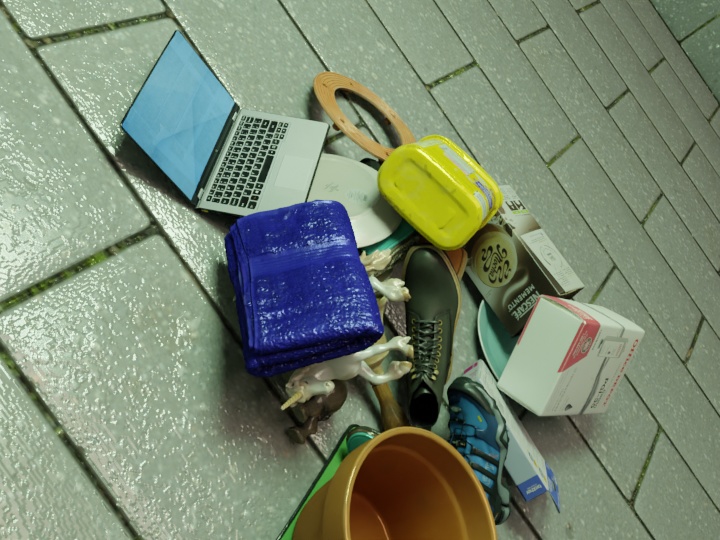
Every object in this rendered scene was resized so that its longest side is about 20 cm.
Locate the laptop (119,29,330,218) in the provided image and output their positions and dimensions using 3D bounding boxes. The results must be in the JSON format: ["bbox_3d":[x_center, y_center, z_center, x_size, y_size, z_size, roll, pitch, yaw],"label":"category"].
[{"bbox_3d":[-0.149,-0.172,0.874,0.197,0.117,0.189,10,52,4],"label":"laptop"}]

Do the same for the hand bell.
[{"bbox_3d":[0.023,0.140,0.888,0.104,0.103,0.202,-29,98,-48],"label":"hand bell"}]

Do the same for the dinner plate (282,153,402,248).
[{"bbox_3d":[-0.040,-0.099,0.928,0.197,0.024,0.201,7,42,-6],"label":"dinner plate"}]

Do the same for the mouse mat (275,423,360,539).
[{"bbox_3d":[0.001,0.291,0.816,0.161,0.008,0.200,49,42,-9],"label":"mouse mat"}]

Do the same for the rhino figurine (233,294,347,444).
[{"bbox_3d":[-0.084,0.086,0.823,0.087,0.060,0.201,-29,88,-42],"label":"rhino figurine"}]

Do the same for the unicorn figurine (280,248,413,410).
[{"bbox_3d":[-0.012,0.074,0.787,0.135,0.074,0.202,-1,52,-1],"label":"unicorn figurine"}]

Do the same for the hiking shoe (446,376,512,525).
[{"bbox_3d":[0.135,0.233,0.893,0.086,0.074,0.203,-19,100,-40],"label":"hiking shoe"}]

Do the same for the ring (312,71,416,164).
[{"bbox_3d":[0.009,-0.224,1.095,0.199,0.019,0.202,31,32,-22],"label":"ring"}]

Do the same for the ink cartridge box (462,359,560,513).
[{"bbox_3d":[0.201,0.225,0.983,0.201,0.042,0.119,56,12,2],"label":"ink cartridge box"}]

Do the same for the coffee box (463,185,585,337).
[{"bbox_3d":[0.228,-0.016,1.107,0.079,0.113,0.201,-10,60,-45],"label":"coffee box"}]

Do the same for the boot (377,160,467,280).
[{"bbox_3d":[0.077,-0.063,1.050,0.154,0.076,0.202,31,46,-27],"label":"boot"}]

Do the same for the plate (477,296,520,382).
[{"bbox_3d":[0.246,0.122,1.134,0.199,0.026,0.202,22,52,-31],"label":"plate"}]

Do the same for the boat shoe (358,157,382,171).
[{"bbox_3d":[-0.017,-0.090,0.983,0.063,0.073,0.203,45,47,-24],"label":"boat shoe"}]

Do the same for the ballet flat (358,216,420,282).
[{"bbox_3d":[0.000,0.000,0.902,0.199,0.076,0.068,-28,45,-36],"label":"ballet flat"}]

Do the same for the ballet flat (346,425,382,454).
[{"bbox_3d":[0.062,0.249,0.847,0.200,0.068,0.068,47,26,-1],"label":"ballet flat"}]

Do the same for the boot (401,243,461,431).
[{"bbox_3d":[0.084,0.081,0.884,0.139,0.076,0.202,-65,148,-65],"label":"boot"}]

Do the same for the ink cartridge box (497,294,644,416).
[{"bbox_3d":[0.305,0.124,1.040,0.199,0.148,0.083,10,17,-46],"label":"ink cartridge box"}]

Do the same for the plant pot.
[{"bbox_3d":[0.022,0.276,0.737,0.199,0.140,0.202,23,51,-32],"label":"plant pot"}]

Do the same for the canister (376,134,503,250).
[{"bbox_3d":[0.106,-0.106,0.952,0.148,0.087,0.200,44,20,4],"label":"canister"}]

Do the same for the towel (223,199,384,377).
[{"bbox_3d":[-0.066,0.008,0.768,0.146,0.050,0.201,-16,49,-3],"label":"towel"}]
